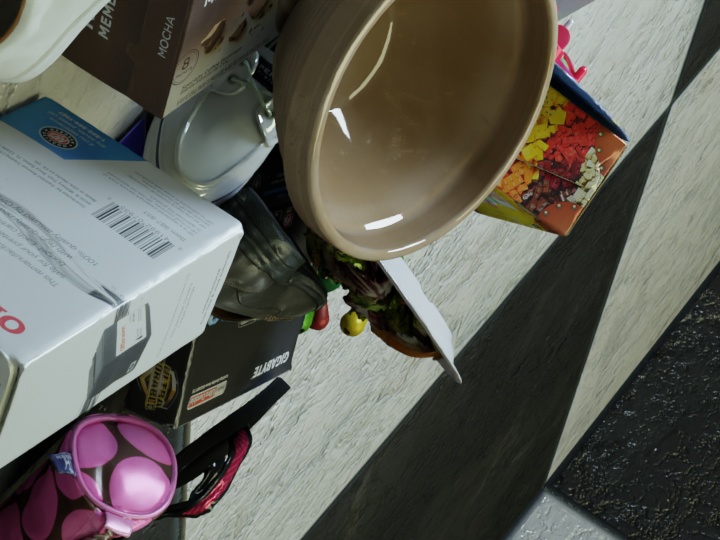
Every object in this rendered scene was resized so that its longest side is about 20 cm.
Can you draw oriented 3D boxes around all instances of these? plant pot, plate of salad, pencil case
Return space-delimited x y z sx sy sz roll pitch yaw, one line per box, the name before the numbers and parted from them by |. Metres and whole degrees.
plant pot | 0.015 -0.113 1.248 0.201 0.093 0.201 -31 138 -32
plate of salad | 0.000 0.000 1.428 0.048 0.200 0.200 -36 163 -2
pencil case | -0.201 0.177 1.421 0.091 0.094 0.200 13 138 -29

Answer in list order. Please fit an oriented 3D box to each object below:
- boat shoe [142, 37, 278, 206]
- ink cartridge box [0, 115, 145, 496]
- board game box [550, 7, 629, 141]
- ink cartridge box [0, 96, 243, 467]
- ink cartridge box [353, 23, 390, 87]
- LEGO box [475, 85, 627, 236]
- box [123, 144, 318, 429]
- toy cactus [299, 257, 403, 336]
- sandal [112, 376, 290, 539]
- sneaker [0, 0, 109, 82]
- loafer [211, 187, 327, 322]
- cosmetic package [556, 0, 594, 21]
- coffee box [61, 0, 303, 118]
boat shoe | -0.069 -0.118 1.352 0.067 0.074 0.200 -33 -158 53
ink cartridge box | -0.186 0.030 1.358 0.200 0.043 0.198 -49 163 -32
board game box | 0.119 -0.158 1.457 0.039 0.158 0.200 -50 -164 1
ink cartridge box | -0.181 0.003 1.131 0.200 0.145 0.084 -35 154 -53
ink cartridge box | 0.041 -0.205 1.405 0.198 0.047 0.200 -59 -163 4
LEGO box | 0.074 -0.103 1.484 0.077 0.149 0.200 -55 -165 -3
box | -0.083 -0.006 1.513 0.200 0.050 0.199 -21 127 -65
toy cactus | 0.014 -0.029 1.662 0.200 0.102 0.165 -52 -157 5
sandal | -0.104 0.139 1.518 0.200 0.045 0.075 -37 175 -47
sneaker | -0.137 -0.167 1.028 0.200 0.073 0.085 -49 162 18
loafer | -0.073 0.001 1.403 0.072 0.073 0.200 -36 163 0
cosmetic package | 0.110 -0.224 1.482 0.071 0.101 0.200 -68 -165 -16
coffee box | -0.073 -0.186 1.207 0.200 0.080 0.113 -41 160 -45
